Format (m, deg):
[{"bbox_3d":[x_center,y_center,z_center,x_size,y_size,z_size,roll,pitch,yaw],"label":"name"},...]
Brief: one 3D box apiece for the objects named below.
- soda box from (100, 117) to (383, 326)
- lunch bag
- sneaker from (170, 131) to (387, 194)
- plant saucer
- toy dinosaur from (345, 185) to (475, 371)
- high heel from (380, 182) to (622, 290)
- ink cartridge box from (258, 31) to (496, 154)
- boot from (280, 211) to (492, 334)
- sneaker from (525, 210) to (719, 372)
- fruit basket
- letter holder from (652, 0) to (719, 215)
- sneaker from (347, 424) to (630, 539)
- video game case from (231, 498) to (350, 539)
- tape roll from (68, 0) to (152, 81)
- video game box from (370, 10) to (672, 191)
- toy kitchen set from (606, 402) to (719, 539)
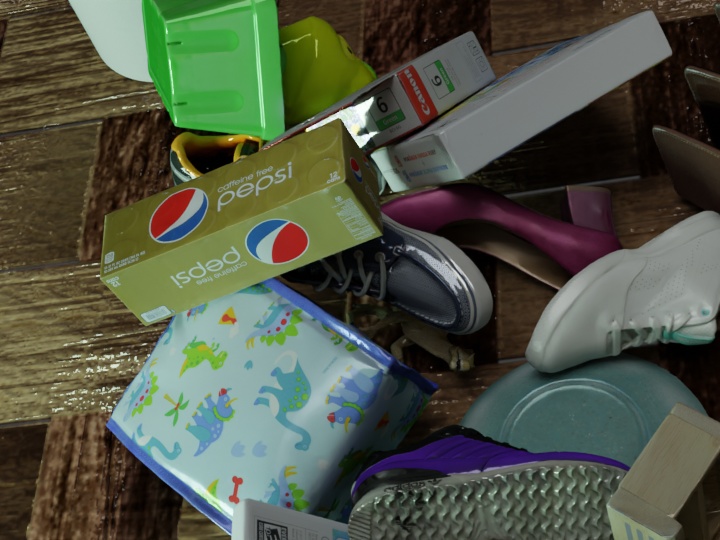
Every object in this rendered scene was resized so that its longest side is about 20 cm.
[{"bbox_3d":[-0.086,-0.033,1.038,0.200,0.064,0.068,-20,45,16],"label":"soda box"},{"bbox_3d":[-0.074,0.096,1.059,0.200,0.127,0.170,31,86,25],"label":"lunch bag"},{"bbox_3d":[-0.075,-0.083,1.242,0.199,0.077,0.078,-1,52,15],"label":"sneaker"},{"bbox_3d":[0.154,0.132,1.032,0.200,0.039,0.201,-9,52,12],"label":"plant saucer"},{"bbox_3d":[0.038,0.021,1.155,0.101,0.058,0.200,-6,47,-7],"label":"toy dinosaur"},{"bbox_3d":[0.105,-0.015,1.120,0.199,0.067,0.096,-4,68,4],"label":"high heel"},{"bbox_3d":[0.017,-0.129,1.177,0.109,0.050,0.200,-23,10,39],"label":"ink cartridge box"},{"bbox_3d":[0.000,0.000,1.080,0.090,0.073,0.200,-23,41,-37],"label":"boot"},{"bbox_3d":[0.216,0.029,1.055,0.200,0.075,0.089,-29,58,-19],"label":"sneaker"},{"bbox_3d":[-0.080,-0.194,1.256,0.215,0.156,0.216,-2,25,1],"label":"fruit basket"},{"bbox_3d":[0.308,-0.097,1.043,0.101,0.142,0.200,-40,39,-7],"label":"letter holder"},{"bbox_3d":[0.090,0.140,0.980,0.200,0.070,0.100,-3,25,0],"label":"sneaker"},{"bbox_3d":[-0.002,0.258,0.923,0.024,0.182,0.200,-44,36,42],"label":"video game case"},{"bbox_3d":[-0.193,-0.302,1.403,0.202,0.139,0.203,-9,52,11],"label":"tape roll"},{"bbox_3d":[0.123,-0.131,1.152,0.200,0.047,0.182,-31,10,-13],"label":"video game box"},{"bbox_3d":[0.235,0.225,0.846,0.200,0.181,0.163,28,68,30],"label":"toy kitchen set"}]
